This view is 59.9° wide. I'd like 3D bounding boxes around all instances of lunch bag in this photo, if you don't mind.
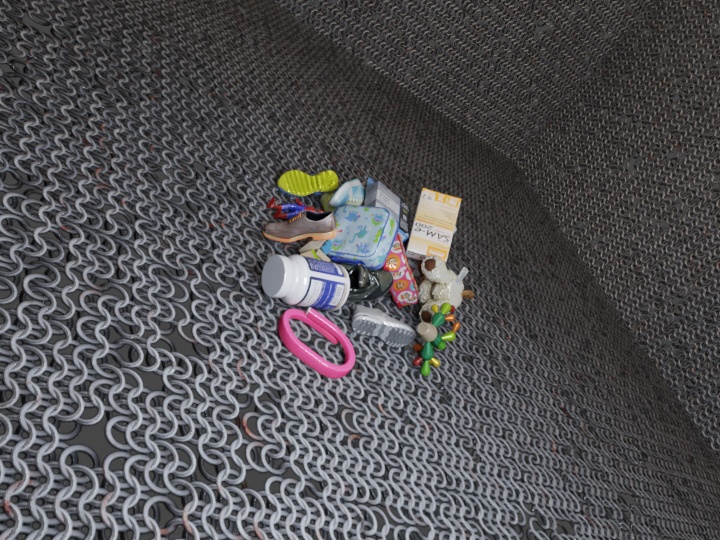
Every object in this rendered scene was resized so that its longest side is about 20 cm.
[{"bbox_3d":[0.105,-0.015,1.782,0.179,0.080,0.202,-99,170,-46],"label":"lunch bag"},{"bbox_3d":[-0.004,-0.090,1.695,0.082,0.196,0.164,45,61,-49],"label":"lunch bag"}]

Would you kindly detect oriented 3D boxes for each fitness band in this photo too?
[{"bbox_3d":[-0.097,0.160,1.411,0.198,0.038,0.144,37,28,-9],"label":"fitness band"}]

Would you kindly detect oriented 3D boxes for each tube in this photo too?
[{"bbox_3d":[-0.072,-0.146,1.874,0.057,0.052,0.203,-7,53,-21],"label":"tube"}]

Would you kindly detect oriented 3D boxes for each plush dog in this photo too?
[{"bbox_3d":[0.222,0.059,1.808,0.157,0.206,0.171,2,1,-25],"label":"plush dog"}]

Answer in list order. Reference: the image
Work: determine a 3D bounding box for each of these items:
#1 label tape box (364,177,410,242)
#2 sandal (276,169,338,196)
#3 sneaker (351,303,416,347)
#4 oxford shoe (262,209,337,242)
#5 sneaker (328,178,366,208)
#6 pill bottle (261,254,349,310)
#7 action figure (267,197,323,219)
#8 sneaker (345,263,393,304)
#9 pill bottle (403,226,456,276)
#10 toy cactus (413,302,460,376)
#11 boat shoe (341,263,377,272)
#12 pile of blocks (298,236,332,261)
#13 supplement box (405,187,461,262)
[{"bbox_3d":[0.083,-0.192,1.886,0.142,0.066,0.203,35,42,-26],"label":"label tape box"},{"bbox_3d":[-0.166,-0.256,1.883,0.196,0.086,0.082,-3,85,-34],"label":"sandal"},{"bbox_3d":[0.062,0.133,1.616,0.197,0.075,0.083,25,33,-29],"label":"sneaker"},{"bbox_3d":[-0.157,-0.122,1.600,0.194,0.074,0.072,-4,37,3],"label":"oxford shoe"},{"bbox_3d":[-0.012,-0.202,1.891,0.131,0.080,0.200,47,31,2],"label":"sneaker"},{"bbox_3d":[-0.129,0.027,1.473,0.197,0.116,0.117,13,38,-44],"label":"pill bottle"},{"bbox_3d":[-0.172,-0.170,1.774,0.198,0.052,0.066,3,42,-54],"label":"action figure"},{"bbox_3d":[0.021,0.030,1.592,0.196,0.114,0.078,-9,72,-34],"label":"sneaker"},{"bbox_3d":[0.206,-0.090,1.981,0.113,0.200,0.115,35,23,-18],"label":"pill bottle"},{"bbox_3d":[0.183,0.165,1.625,0.101,0.203,0.165,27,-7,32],"label":"toy cactus"},{"bbox_3d":[0.000,0.000,1.745,0.202,0.071,0.061,48,-16,35],"label":"boat shoe"},{"bbox_3d":[-0.123,-0.045,1.643,0.082,0.062,0.202,45,38,-18],"label":"pile of blocks"},{"bbox_3d":[0.215,-0.127,1.853,0.123,0.205,0.074,15,-16,1],"label":"supplement box"}]
